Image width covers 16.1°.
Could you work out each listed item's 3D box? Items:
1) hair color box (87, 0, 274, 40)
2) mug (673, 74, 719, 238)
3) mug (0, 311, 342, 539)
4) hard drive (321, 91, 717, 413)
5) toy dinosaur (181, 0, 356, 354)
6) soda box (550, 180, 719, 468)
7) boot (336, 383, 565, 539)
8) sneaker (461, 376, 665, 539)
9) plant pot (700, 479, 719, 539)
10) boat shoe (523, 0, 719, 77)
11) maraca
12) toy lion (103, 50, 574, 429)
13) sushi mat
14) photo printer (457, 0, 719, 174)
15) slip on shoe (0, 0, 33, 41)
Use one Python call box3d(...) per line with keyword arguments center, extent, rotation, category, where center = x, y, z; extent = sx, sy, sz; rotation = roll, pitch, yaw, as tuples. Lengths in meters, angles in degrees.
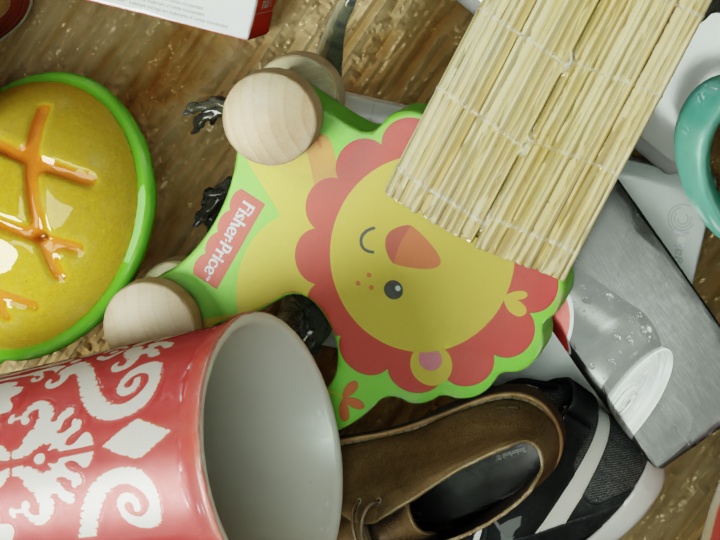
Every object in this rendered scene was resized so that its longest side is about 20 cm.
box3d(center=(-0.081, -0.228, 1.293), extent=(0.110, 0.064, 0.201), rotation=(15, 100, 5), category="hair color box")
box3d(center=(0.239, -0.031, 1.244), extent=(0.184, 0.152, 0.115), rotation=(21, 105, 7), category="mug")
box3d(center=(-0.134, 0.108, 1.198), extent=(0.199, 0.178, 0.134), rotation=(-9, 112, 27), category="mug")
box3d(center=(0.073, -0.007, 1.327), extent=(0.199, 0.026, 0.132), rotation=(13, 99, 4), category="hard drive")
box3d(center=(-0.045, -0.049, 1.304), extent=(0.088, 0.047, 0.201), rotation=(13, 105, 26), category="toy dinosaur")
box3d(center=(0.117, -0.001, 1.270), extent=(0.071, 0.063, 0.200), rotation=(-35, 86, 2), category="soda box")
box3d(center=(0.005, 0.119, 1.242), extent=(0.199, 0.075, 0.074), rotation=(-28, 99, 13), category="boot")
box3d(center=(0.052, 0.135, 1.313), extent=(0.112, 0.073, 0.200), rotation=(42, 92, -21), category="sneaker")
box3d(center=(0.269, 0.134, 1.234), extent=(0.177, 0.200, 0.201), rotation=(21, 99, -2), category="plant pot")
box3d(center=(0.162, -0.145, 1.210), extent=(0.201, 0.072, 0.066), rotation=(-40, 104, 5), category="boat shoe")
box3d(center=(-0.183, -0.014, 1.313), extent=(0.200, 0.107, 0.137), rotation=(-43, 66, 22), category="maraca")
box3d(center=(0.000, 0.000, 1.244), extent=(0.191, 0.069, 0.200), rotation=(34, 108, 5), category="toy lion")
box3d(center=(0.096, -0.100, 1.178), extent=(0.095, 0.012, 0.201), rotation=(27, 101, -2), category="sushi mat")
box3d(center=(0.133, -0.173, 1.276), extent=(0.200, 0.069, 0.167), rotation=(40, 99, -1), category="photo printer")
box3d(center=(-0.265, -0.115, 1.328), extent=(0.199, 0.061, 0.074), rotation=(-23, 97, 10), category="slip on shoe")
